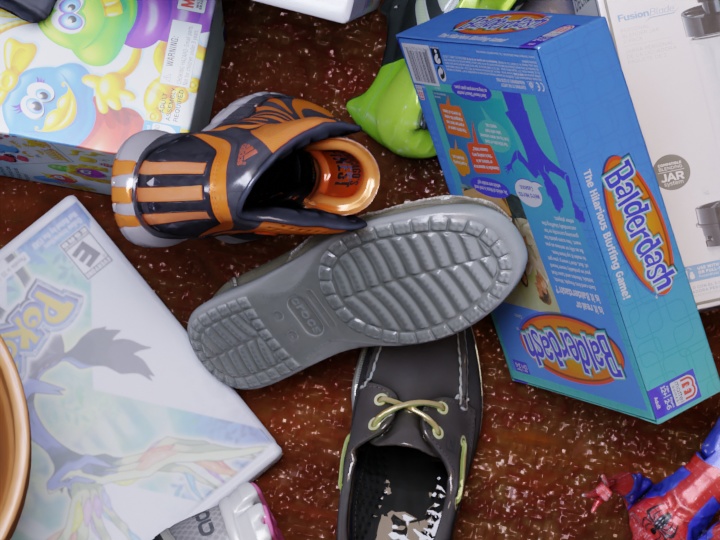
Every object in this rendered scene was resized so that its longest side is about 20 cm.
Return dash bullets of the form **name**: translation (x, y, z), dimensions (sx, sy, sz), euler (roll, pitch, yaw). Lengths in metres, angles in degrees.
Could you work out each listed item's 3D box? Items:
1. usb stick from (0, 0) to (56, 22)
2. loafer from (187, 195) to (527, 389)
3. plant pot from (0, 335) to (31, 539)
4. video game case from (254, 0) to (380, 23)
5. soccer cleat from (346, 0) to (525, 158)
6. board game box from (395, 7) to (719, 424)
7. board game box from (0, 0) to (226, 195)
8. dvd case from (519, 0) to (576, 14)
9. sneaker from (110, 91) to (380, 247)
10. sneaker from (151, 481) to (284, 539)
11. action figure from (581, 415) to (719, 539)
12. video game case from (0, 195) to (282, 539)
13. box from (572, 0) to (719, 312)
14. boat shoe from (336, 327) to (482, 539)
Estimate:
- **usb stick**: translation (-0.142, -0.222, 1.494), dimensions (0.055, 0.033, 0.200), euler (28, 86, -21)
- **loafer**: translation (0.000, 0.000, 1.513), dimensions (0.200, 0.070, 0.075), euler (-17, 114, 31)
- **plant pot**: translation (-0.257, 0.096, 1.474), dimensions (0.199, 0.140, 0.201), euler (0, 79, 1)
- **video game case**: translation (-0.065, -0.157, 1.520), dimensions (0.143, 0.200, 0.018), euler (15, 98, 3)
- **soccer cleat**: translation (0.057, -0.155, 1.575), dimensions (0.081, 0.067, 0.200), euler (26, 85, 47)
- **board game box**: translation (0.099, -0.031, 1.479), dimensions (0.045, 0.152, 0.201), euler (-25, 107, -21)
- **board game box**: translation (-0.179, -0.109, 1.555), dimensions (0.199, 0.105, 0.103), euler (10, 78, 1)
- **dvd case**: translation (0.133, -0.191, 1.618), dimensions (0.142, 0.018, 0.200), euler (-32, 80, -7)
- **sneaker**: translation (-0.031, -0.046, 1.482), dimensions (0.112, 0.200, 0.078), euler (0, 103, 27)
- **sneaker**: translation (-0.064, 0.215, 1.508), dimensions (0.087, 0.074, 0.201), euler (-16, 81, 3)
- **action figure**: translation (0.190, 0.092, 1.506), dimensions (0.065, 0.099, 0.200), euler (46, 102, 13)
- **video game case**: translation (-0.174, 0.090, 1.556), dimensions (0.200, 0.022, 0.182), euler (-39, 81, -8)
- **box**: translation (0.188, -0.081, 1.559), dimensions (0.116, 0.060, 0.201), euler (-11, 86, -6)
- **boat shoe**: translation (0.026, 0.099, 1.536), dimensions (0.071, 0.061, 0.202), euler (7, 79, 1)
